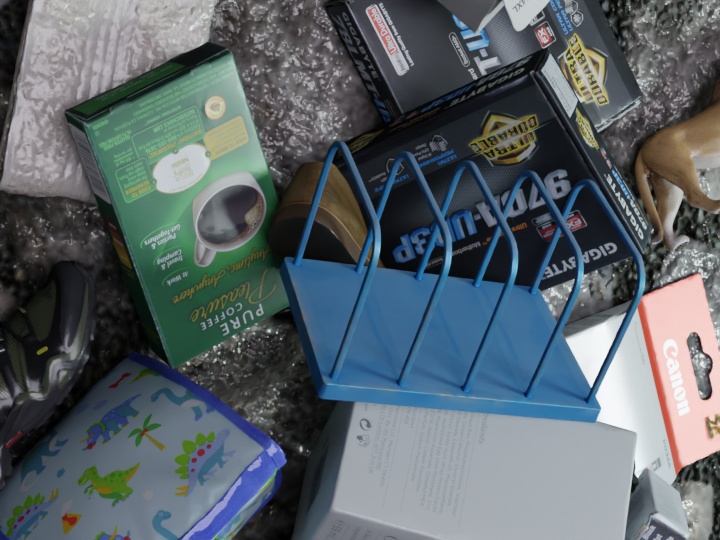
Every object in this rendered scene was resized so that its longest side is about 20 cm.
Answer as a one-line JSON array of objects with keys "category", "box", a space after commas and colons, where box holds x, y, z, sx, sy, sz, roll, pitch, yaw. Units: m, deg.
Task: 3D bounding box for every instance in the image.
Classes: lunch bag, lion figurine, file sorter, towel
[{"category": "lunch bag", "box": [-0.147, 0.160, 1.033, 0.170, 0.200, 0.128, -47, 111, -16]}, {"category": "lion figurine", "box": [0.295, -0.108, 1.288, 0.199, 0.073, 0.123, -27, 71, -14]}, {"category": "file sorter", "box": [0.068, 0.004, 1.022, 0.199, 0.139, 0.123, 7, 124, -20]}, {"category": "towel", "box": [-0.176, -0.143, 1.091, 0.132, 0.034, 0.201, 10, 89, -24]}]

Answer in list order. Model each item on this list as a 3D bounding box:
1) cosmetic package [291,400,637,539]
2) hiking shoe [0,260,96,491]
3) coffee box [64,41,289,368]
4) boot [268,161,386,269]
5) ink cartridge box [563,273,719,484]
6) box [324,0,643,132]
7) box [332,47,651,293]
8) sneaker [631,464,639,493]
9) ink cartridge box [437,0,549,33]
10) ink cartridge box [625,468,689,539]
[{"category": "cosmetic package", "box": [0.063, 0.176, 1.088, 0.199, 0.200, 0.123, 15, 60, -5]}, {"category": "hiking shoe", "box": [-0.257, 0.071, 1.045, 0.100, 0.076, 0.201, 34, 80, -26]}, {"category": "coffee box", "box": [-0.120, -0.044, 1.089, 0.123, 0.044, 0.201, -30, 121, -23]}, {"category": "boot", "box": [0.000, 0.000, 1.149, 0.200, 0.073, 0.076, 59, 31, -41]}, {"category": "ink cartridge box", "box": [0.234, 0.108, 1.290, 0.199, 0.057, 0.163, -19, 101, -18]}, {"category": "box", "box": [0.100, -0.170, 1.210, 0.198, 0.050, 0.201, -34, 106, -20]}, {"category": "box", "box": [0.090, -0.053, 1.139, 0.159, 0.199, 0.046, 57, 34, -17]}, {"category": "sneaker", "box": [0.122, 0.125, 1.205, 0.199, 0.098, 0.071, 19, 102, -14]}, {"category": "ink cartridge box", "box": [0.082, -0.284, 1.111, 0.200, 0.125, 0.129, 40, 71, 2]}, {"category": "ink cartridge box", "box": [0.177, 0.257, 1.168, 0.041, 0.200, 0.200, 34, 100, 6]}]
